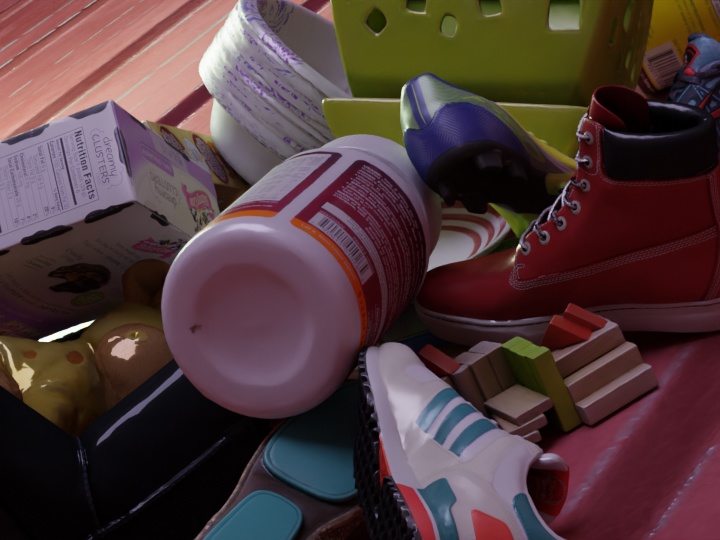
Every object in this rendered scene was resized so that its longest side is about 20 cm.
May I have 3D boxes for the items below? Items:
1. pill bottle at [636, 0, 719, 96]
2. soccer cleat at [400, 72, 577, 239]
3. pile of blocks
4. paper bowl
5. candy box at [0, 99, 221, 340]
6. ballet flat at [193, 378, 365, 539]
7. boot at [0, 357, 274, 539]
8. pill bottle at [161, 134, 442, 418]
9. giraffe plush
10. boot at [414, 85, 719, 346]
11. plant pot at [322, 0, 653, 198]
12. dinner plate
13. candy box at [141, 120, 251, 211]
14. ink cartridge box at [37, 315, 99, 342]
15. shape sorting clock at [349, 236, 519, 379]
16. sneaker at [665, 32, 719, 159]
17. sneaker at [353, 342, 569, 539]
[{"bbox_3d":[0.267,-0.210,1.902,0.199,0.110,0.109,-22,16,14],"label":"pill bottle"},{"bbox_3d":[0.087,-0.067,1.522,0.065,0.084,0.200,-34,-25,20],"label":"soccer cleat"},{"bbox_3d":[0.057,0.069,1.411,0.199,0.062,0.082,-23,15,10],"label":"pile of blocks"},{"bbox_3d":[-0.028,-0.104,1.889,0.105,0.200,0.201,-56,8,16],"label":"paper bowl"},{"bbox_3d":[-0.202,-0.020,1.628,0.199,0.072,0.168,-20,-19,12],"label":"candy box"},{"bbox_3d":[-0.038,0.130,1.351,0.070,0.065,0.200,32,47,18],"label":"ballet flat"},{"bbox_3d":[-0.139,0.090,1.418,0.162,0.199,0.073,-33,19,-3],"label":"boot"},{"bbox_3d":[-0.025,-0.004,1.423,0.109,0.110,0.200,-19,11,24],"label":"pill bottle"},{"bbox_3d":[-0.164,0.082,1.558,0.161,0.173,0.200,-16,31,-9],"label":"giraffe plush"},{"bbox_3d":[0.110,-0.034,1.442,0.199,0.145,0.073,-7,32,23],"label":"boot"},{"bbox_3d":[0.081,-0.137,1.683,0.198,0.182,0.200,3,-15,13],"label":"plant pot"},{"bbox_3d":[0.000,0.000,1.607,0.199,0.024,0.200,-14,16,4],"label":"dinner plate"},{"bbox_3d":[-0.140,-0.045,1.903,0.115,0.055,0.200,-39,-18,16],"label":"candy box"},{"bbox_3d":[-0.170,0.074,1.710,0.199,0.084,0.176,-25,16,2],"label":"ink cartridge box"},{"bbox_3d":[0.066,0.027,1.573,0.199,0.039,0.200,-14,18,5],"label":"shape sorting clock"},{"bbox_3d":[0.214,-0.101,1.654,0.199,0.096,0.079,-31,16,-18],"label":"sneaker"},{"bbox_3d":[0.051,0.101,1.283,0.093,0.071,0.200,-1,27,-9],"label":"sneaker"}]
